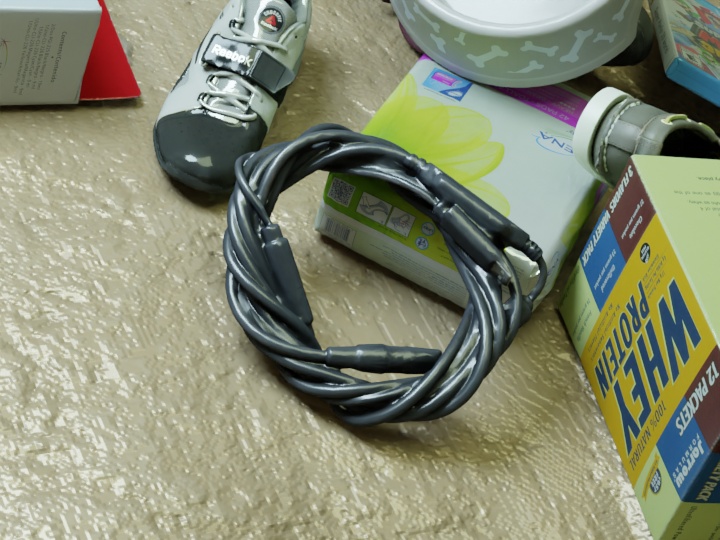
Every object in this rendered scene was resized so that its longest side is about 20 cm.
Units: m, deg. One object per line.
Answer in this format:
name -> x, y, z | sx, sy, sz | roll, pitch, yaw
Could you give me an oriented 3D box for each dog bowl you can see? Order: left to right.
dog bowl -> 0.107, -0.224, 1.434 | 0.200, 0.059, 0.200 | -3, 72, 10

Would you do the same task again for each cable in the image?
cable -> 0.000, 0.000, 1.305 | 0.200, 0.051, 0.163 | 36, 76, 8

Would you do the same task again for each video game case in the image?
video game case -> 0.274, -0.145, 1.568 | 0.143, 0.018, 0.200 | 28, 23, -10

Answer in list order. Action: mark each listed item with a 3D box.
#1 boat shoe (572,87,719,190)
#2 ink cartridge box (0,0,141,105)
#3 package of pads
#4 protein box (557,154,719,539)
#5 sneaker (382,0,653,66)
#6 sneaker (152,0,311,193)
boat shoe -> 0.209, -0.062, 1.425 | 0.060, 0.072, 0.202 | 27, 2, 35
ink cartridge box -> -0.241, -0.203, 1.430 | 0.175, 0.084, 0.200 | -3, 47, -25
package of pads -> 0.079, -0.061, 1.428 | 0.154, 0.068, 0.200 | 27, 43, 8
protein box -> 0.257, 0.050, 1.335 | 0.198, 0.135, 0.200 | 2, 45, -22
sneaker -> 0.100, -0.174, 1.560 | 0.200, 0.076, 0.116 | 24, 46, 19
sneaker -> -0.079, -0.134, 1.425 | 0.074, 0.089, 0.200 | 21, 43, -2
